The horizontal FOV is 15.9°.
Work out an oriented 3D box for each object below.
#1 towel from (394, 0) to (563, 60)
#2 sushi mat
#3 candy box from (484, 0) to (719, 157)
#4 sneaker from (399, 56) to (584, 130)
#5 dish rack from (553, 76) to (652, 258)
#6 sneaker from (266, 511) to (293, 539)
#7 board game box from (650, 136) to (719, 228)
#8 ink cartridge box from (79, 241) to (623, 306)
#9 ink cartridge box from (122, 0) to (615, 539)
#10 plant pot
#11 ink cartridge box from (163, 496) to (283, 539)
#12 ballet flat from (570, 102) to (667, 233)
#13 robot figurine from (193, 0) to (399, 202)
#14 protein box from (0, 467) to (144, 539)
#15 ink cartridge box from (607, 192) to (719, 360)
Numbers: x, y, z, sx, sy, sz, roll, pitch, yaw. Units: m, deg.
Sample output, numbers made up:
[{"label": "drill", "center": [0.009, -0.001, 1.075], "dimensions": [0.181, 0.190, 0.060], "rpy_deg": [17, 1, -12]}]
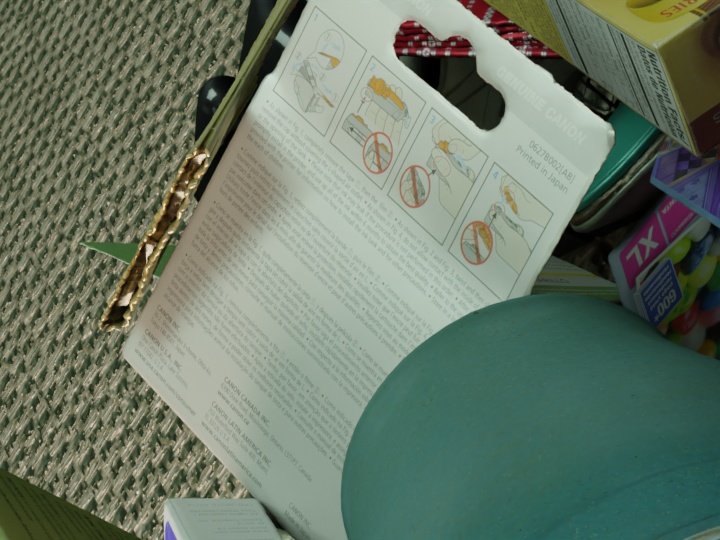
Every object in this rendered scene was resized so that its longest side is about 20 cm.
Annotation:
[{"label": "towel", "center": [0.081, -0.146, 1.090], "dimensions": [0.199, 0.023, 0.145], "rpy_deg": [3, 51, 27]}, {"label": "sushi mat", "center": [-0.056, -0.061, 1.047], "dimensions": [0.096, 0.012, 0.200], "rpy_deg": [-60, 4, 34]}, {"label": "candy box", "center": [0.115, -0.131, 0.988], "dimensions": [0.116, 0.057, 0.200], "rpy_deg": [-35, 38, -9]}, {"label": "sneaker", "center": [0.066, -0.120, 1.137], "dimensions": [0.201, 0.099, 0.078], "rpy_deg": [-61, 22, -5]}, {"label": "dish rack", "center": [0.114, -0.099, 1.209], "dimensions": [0.153, 0.054, 0.201], "rpy_deg": [-26, 40, 51]}, {"label": "sneaker", "center": [0.019, 0.081, 1.152], "dimensions": [0.200, 0.088, 0.077], "rpy_deg": [-49, 26, 23]}, {"label": "board game box", "center": [0.193, -0.069, 0.935], "dimensions": [0.158, 0.039, 0.200], "rpy_deg": [-36, 33, -9]}, {"label": "ink cartridge box", "center": [0.000, 0.000, 1.084], "dimensions": [0.200, 0.145, 0.048], "rpy_deg": [26, 107, 41]}, {"label": "ink cartridge box", "center": [0.009, -0.003, 0.947], "dimensions": [0.161, 0.050, 0.200], "rpy_deg": [43, 112, 37]}, {"label": "plant pot", "center": [0.081, 0.109, 0.827], "dimensions": [0.200, 0.200, 0.188], "rpy_deg": [-54, 32, 13]}, {"label": "ink cartridge box", "center": [-0.030, 0.201, 0.879], "dimensions": [0.200, 0.043, 0.199], "rpy_deg": [-128, 35, -71]}, {"label": "ballet flat", "center": [0.160, -0.086, 1.080], "dimensions": [0.200, 0.064, 0.067], "rpy_deg": [-57, 17, -13]}, {"label": "robot figurine", "center": [-0.003, -0.088, 1.288], "dimensions": [0.125, 0.150, 0.201], "rpy_deg": [-82, 3, -47]}, {"label": "protein box", "center": [-0.118, 0.201, 1.151], "dimensions": [0.135, 0.200, 0.198], "rpy_deg": [-60, 24, 1]}, {"label": "ink cartridge box", "center": [0.158, 0.016, 0.965], "dimensions": [0.119, 0.042, 0.200], "rpy_deg": [-50, 28, 23]}]
